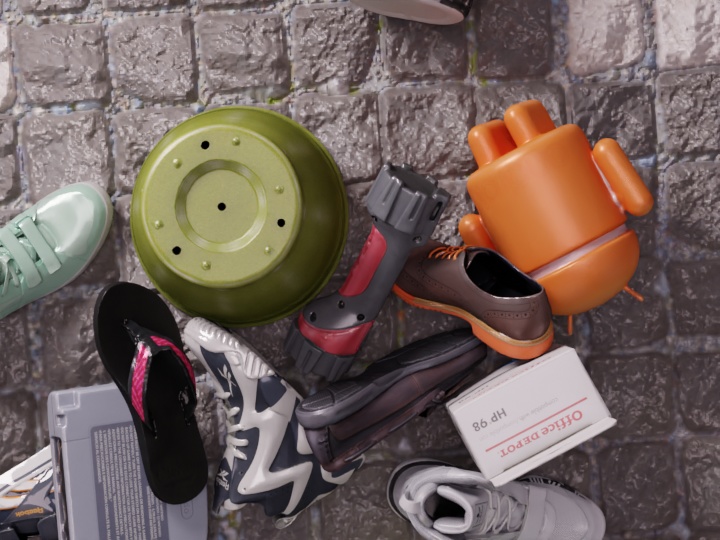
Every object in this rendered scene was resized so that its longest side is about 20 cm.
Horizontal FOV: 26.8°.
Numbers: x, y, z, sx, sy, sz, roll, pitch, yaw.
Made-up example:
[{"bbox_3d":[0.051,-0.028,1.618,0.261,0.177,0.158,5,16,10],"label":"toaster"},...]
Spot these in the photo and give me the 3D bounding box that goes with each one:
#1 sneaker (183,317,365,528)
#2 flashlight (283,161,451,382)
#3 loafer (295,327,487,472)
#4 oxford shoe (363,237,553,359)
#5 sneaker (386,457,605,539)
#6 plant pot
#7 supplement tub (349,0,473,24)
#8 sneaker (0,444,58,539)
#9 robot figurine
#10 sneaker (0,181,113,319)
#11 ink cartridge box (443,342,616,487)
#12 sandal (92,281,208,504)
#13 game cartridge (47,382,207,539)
[{"bbox_3d":[-0.106,0.145,1.321,0.199,0.079,0.130,44,86,-20],"label":"sneaker"},{"bbox_3d":[0.000,0.000,1.297,0.067,0.068,0.201,3,125,-38],"label":"flashlight"},{"bbox_3d":[0.033,0.110,1.315,0.199,0.072,0.063,-24,105,-31],"label":"loafer"},{"bbox_3d":[0.085,-0.002,1.302,0.199,0.073,0.071,28,50,29],"label":"oxford shoe"},{"bbox_3d":[0.121,0.215,1.311,0.198,0.115,0.076,13,90,0],"label":"sneaker"},{"bbox_3d":[-0.108,-0.050,1.275,0.199,0.193,0.202,0,89,-1],"label":"plant pot"},{"bbox_3d":[0.056,-0.326,1.313,0.122,0.123,0.202,12,89,0],"label":"supplement tub"},{"bbox_3d":[-0.285,0.208,1.328,0.199,0.078,0.080,-32,84,-2],"label":"sneaker"},{"bbox_3d":[0.167,-0.047,1.316,0.143,0.117,0.201,-28,89,-12],"label":"robot figurine"},{"bbox_3d":[-0.302,-0.006,1.311,0.200,0.118,0.074,-40,88,-2],"label":"sneaker"},{"bbox_3d":[0.138,0.117,1.270,0.115,0.200,0.067,-28,90,-1],"label":"ink cartridge box"},{"bbox_3d":[-0.168,0.102,1.278,0.075,0.045,0.201,-22,101,-31],"label":"sandal"},{"bbox_3d":[-0.197,0.196,1.303,0.132,0.041,0.202,-5,91,-38],"label":"game cartridge"}]
